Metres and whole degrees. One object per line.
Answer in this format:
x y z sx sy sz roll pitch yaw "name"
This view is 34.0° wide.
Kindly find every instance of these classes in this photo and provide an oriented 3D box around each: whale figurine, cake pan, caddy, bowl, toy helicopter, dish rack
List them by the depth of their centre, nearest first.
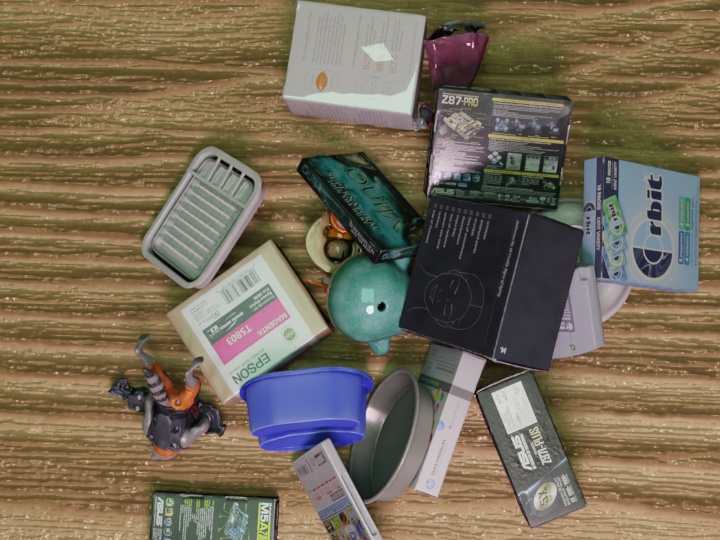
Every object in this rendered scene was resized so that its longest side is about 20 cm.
0.044 0.240 1.683 0.036 0.200 0.203 22 86 -19 "cake pan"
0.051 0.049 1.705 0.197 0.104 0.161 14 96 -17 "whale figurine"
-0.077 0.191 1.711 0.197 0.142 0.106 -6 65 4 "caddy"
0.309 -0.014 1.727 0.198 0.090 0.204 -1 83 6 "bowl"
0.000 0.000 1.765 0.199 0.079 0.133 38 81 -5 "toy helicopter"
-0.232 -0.075 1.778 0.171 0.043 0.201 32 87 42 "dish rack"

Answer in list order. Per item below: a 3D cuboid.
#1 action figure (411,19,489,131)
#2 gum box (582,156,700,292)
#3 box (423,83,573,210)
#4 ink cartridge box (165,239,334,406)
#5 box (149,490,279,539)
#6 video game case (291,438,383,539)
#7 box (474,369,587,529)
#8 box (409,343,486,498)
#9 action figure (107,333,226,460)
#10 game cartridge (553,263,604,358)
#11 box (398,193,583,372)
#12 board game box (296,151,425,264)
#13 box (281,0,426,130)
0.131 -0.269 1.771 0.132 0.149 0.203 -1 109 -10 "action figure"
0.404 -0.063 1.691 0.198 0.044 0.173 6 83 -33 "gum box"
0.197 -0.177 1.700 0.197 0.049 0.164 4 108 -4 "box"
-0.164 0.079 1.769 0.199 0.075 0.166 -36 81 0 "ink cartridge box"
-0.220 0.433 1.750 0.190 0.048 0.203 2 83 3 "box"
-0.027 0.349 1.698 0.018 0.143 0.202 -24 81 -28 "video game case"
0.236 0.249 1.668 0.085 0.164 0.202 -22 83 2 "box"
0.106 0.210 1.687 0.041 0.156 0.203 20 87 -13 "box"
-0.304 0.196 1.738 0.197 0.105 0.196 11 120 17 "action figure"
0.258 0.057 1.684 0.198 0.041 0.135 1 101 47 "game cartridge"
0.177 0.015 1.626 0.123 0.196 0.203 14 91 -38 "box"
0.013 -0.096 1.722 0.200 0.134 0.028 50 128 25 "board game box"
-0.006 -0.308 1.780 0.197 0.106 0.155 9 85 6 "box"
